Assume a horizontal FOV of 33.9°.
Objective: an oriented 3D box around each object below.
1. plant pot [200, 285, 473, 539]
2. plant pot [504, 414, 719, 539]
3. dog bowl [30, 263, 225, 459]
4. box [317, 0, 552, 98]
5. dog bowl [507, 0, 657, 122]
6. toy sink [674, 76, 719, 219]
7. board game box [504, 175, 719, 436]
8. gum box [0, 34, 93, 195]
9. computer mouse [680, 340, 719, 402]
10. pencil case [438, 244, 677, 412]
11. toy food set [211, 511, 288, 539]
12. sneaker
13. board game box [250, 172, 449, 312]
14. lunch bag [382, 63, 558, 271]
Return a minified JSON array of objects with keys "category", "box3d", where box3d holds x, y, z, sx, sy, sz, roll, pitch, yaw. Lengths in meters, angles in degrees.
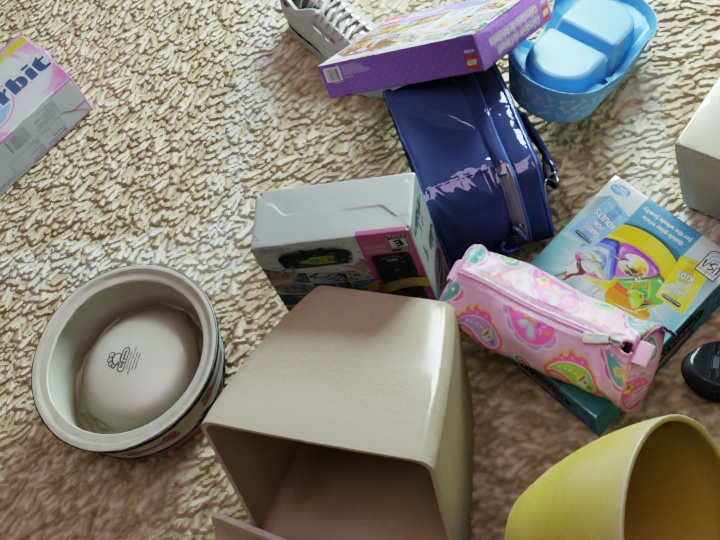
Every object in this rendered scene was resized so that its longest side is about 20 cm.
[{"category":"plant pot","box3d":[0.005,0.128,1.034,0.197,0.201,0.178,7,53,20]},{"category":"plant pot","box3d":[0.198,0.222,0.935,0.141,0.199,0.202,-13,54,41]},{"category":"dog bowl","box3d":[-0.223,0.098,1.181,0.197,0.074,0.202,-7,61,13]},{"category":"box","box3d":[0.073,-0.226,1.174,0.198,0.039,0.137,-2,29,42]},{"category":"dog bowl","box3d":[0.222,-0.222,1.204,0.111,0.050,0.200,31,52,18]},{"category":"toy sink","box3d":[0.409,-0.098,1.079,0.199,0.112,0.131,27,72,33]},{"category":"board game box","box3d":[0.230,0.029,1.099,0.200,0.047,0.151,-45,59,-11]},{"category":"gum box","box3d":[-0.423,-0.177,1.397,0.200,0.066,0.113,-45,61,-11]},{"category":"computer mouse","box3d":[0.378,0.106,1.026,0.198,0.034,0.059,14,49,17]},{"category":"pencil case","box3d":[0.167,0.048,1.030,0.199,0.088,0.088,26,71,28]},{"category":"toy food set","box3d":[-0.109,0.327,1.025,0.142,0.061,0.202,15,66,23]},{"category":"sneaker","box3d":[-0.022,-0.266,1.320,0.199,0.081,0.076,38,75,27]},{"category":"board game box","box3d":[0.000,0.000,1.093,0.146,0.201,0.065,-5,58,14]},{"category":"lunch bag","box3d":[0.117,-0.104,1.154,0.131,0.136,0.202,-22,57,4]}]
